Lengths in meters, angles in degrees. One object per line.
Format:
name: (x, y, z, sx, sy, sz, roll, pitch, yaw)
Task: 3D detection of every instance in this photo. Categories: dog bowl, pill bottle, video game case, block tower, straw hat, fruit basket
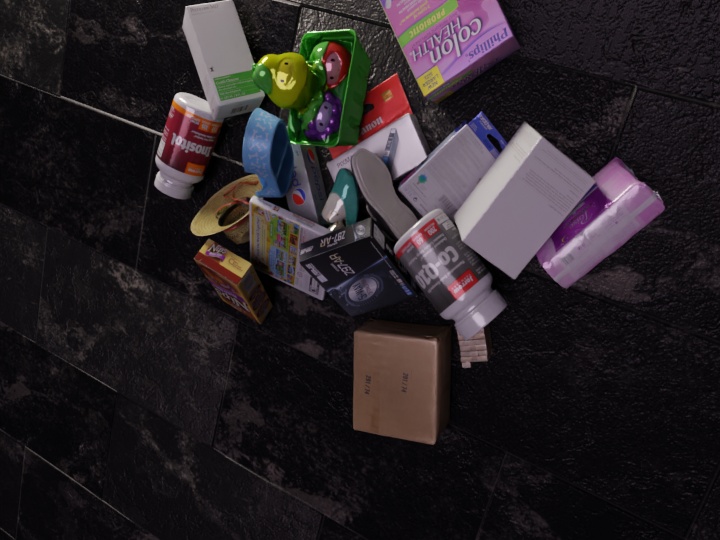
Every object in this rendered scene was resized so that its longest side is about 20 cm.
dog bowl: (-0.163, -0.206, 1.036, 0.048, 0.201, 0.115, 12, 71, 6)
pill bottle: (0.155, 0.008, 0.973, 0.113, 0.113, 0.202, -41, 81, 24)
video game case: (-0.140, -0.039, 1.131, 0.177, 0.023, 0.203, 24, 143, 7)
block tower: (0.204, 0.071, 1.052, 0.056, 0.054, 0.208, -6, 96, 25)
pill bottle: (-0.378, -0.267, 1.232, 0.111, 0.112, 0.205, 31, 110, 16)
straw hat: (-0.253, -0.108, 1.193, 0.194, 0.205, 0.087, -10, 129, 25)
fruit basket: (-0.088, -0.334, 1.026, 0.151, 0.213, 0.225, 13, 104, 34)

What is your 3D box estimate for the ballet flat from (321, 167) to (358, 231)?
ballet flat: (-0.041, -0.091, 1.090, 0.067, 0.069, 0.206, 32, 136, 39)

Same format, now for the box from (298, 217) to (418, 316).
box: (0.000, 0.000, 1.068, 0.156, 0.201, 0.045, -17, 48, 24)

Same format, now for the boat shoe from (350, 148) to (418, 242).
boat shoe: (0.038, -0.134, 1.057, 0.201, 0.074, 0.060, 50, 157, -22)

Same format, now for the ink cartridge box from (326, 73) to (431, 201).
ink cartridge box: (0.019, -0.248, 1.092, 0.196, 0.044, 0.181, -25, 88, 25)

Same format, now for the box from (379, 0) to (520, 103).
box: (0.151, -0.430, 0.975, 0.172, 0.096, 0.206, -27, 88, 25)

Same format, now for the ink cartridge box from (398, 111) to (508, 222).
ink cartridge box: (0.176, -0.174, 1.016, 0.119, 0.042, 0.199, 44, 116, -12)

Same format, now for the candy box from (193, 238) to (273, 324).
candy box: (-0.259, 0.028, 1.184, 0.114, 0.202, 0.057, 29, 70, 18)

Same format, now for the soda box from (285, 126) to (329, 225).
soda box: (-0.118, -0.186, 1.150, 0.061, 0.068, 0.208, -12, 93, 25)

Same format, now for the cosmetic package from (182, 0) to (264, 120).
cosmetic package: (-0.280, -0.427, 1.154, 0.084, 0.105, 0.207, -15, 95, 67)

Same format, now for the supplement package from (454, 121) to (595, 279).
supplement package: (0.263, -0.117, 0.941, 0.119, 0.121, 0.202, 32, 112, -13)

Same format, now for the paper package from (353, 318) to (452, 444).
paper package: (0.080, 0.209, 1.104, 0.184, 0.103, 0.209, 4, 100, 25)

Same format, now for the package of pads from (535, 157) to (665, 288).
package of pads: (0.372, -0.076, 0.913, 0.075, 0.122, 0.200, 38, 114, -16)
